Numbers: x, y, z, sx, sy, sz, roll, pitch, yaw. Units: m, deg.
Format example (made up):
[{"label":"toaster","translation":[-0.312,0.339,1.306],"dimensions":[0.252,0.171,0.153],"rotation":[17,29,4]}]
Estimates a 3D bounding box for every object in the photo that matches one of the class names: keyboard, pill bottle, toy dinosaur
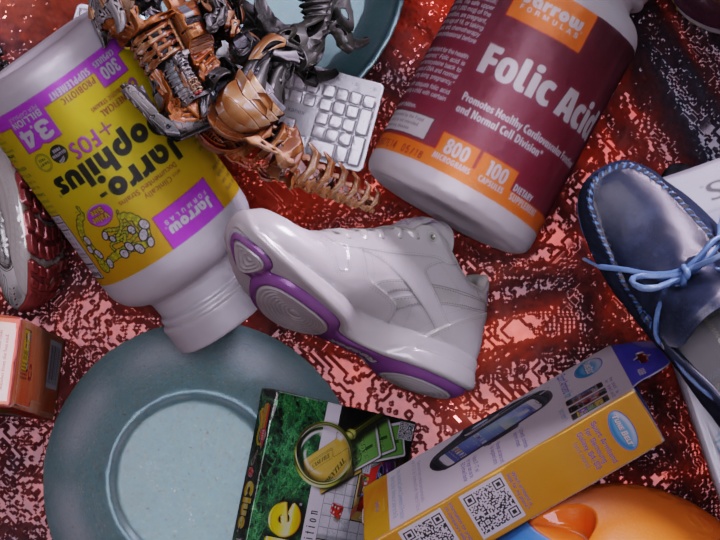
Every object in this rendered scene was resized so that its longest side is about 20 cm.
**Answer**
[{"label":"keyboard","translation":[-0.088,-0.113,1.334],"dimensions":[0.199,0.011,0.057],"rotation":[15,85,4]},{"label":"pill bottle","translation":[0.098,-0.122,1.309],"dimensions":[0.114,0.114,0.201],"rotation":[28,86,5]},{"label":"toy dinosaur","translation":[-0.070,-0.110,1.263],"dimensions":[0.136,0.102,0.200],"rotation":[-53,122,-33]},{"label":"pill bottle","translation":[-0.136,-0.051,1.297],"dimensions":[0.104,0.104,0.200],"rotation":[-36,103,-2]}]

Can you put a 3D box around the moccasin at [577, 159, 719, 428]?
[{"label":"moccasin","translation":[0.193,0.020,1.169],"dimensions":[0.080,0.068,0.200],"rotation":[-40,83,1]}]

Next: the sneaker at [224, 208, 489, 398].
[{"label":"sneaker","translation":[0.000,0.000,1.292],"dimensions":[0.200,0.075,0.100],"rotation":[31,71,-36]}]

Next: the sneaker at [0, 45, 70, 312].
[{"label":"sneaker","translation":[-0.242,-0.064,1.347],"dimensions":[0.082,0.078,0.201],"rotation":[-25,76,8]}]

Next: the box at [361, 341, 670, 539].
[{"label":"box","translation":[0.094,0.108,1.243],"dimensions":[0.199,0.119,0.042],"rotation":[-29,99,5]}]

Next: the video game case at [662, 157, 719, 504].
[{"label":"video game case","translation":[0.261,0.022,1.209],"dimensions":[0.181,0.022,0.201],"rotation":[-19,85,3]}]

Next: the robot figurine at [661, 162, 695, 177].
[{"label":"robot figurine","translation":[0.259,0.010,1.281],"dimensions":[0.199,0.125,0.151],"rotation":[24,91,6]}]

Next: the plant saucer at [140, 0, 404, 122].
[{"label":"plant saucer","translation":[-0.069,-0.187,1.365],"dimensions":[0.199,0.036,0.201],"rotation":[0,84,2]}]

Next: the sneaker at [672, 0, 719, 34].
[{"label":"sneaker","translation":[0.290,-0.180,1.319],"dimensions":[0.199,0.090,0.075],"rotation":[3,84,3]}]

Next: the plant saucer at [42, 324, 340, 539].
[{"label":"plant saucer","translation":[-0.100,0.130,1.328],"dimensions":[0.200,0.039,0.202],"rotation":[0,84,2]}]

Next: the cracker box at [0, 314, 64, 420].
[{"label":"cracker box","translation":[-0.290,0.049,1.298],"dimensions":[0.199,0.134,0.058],"rotation":[6,84,3]}]

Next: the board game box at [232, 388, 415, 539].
[{"label":"board game box","translation":[-0.032,0.179,1.302],"dimensions":[0.104,0.023,0.201],"rotation":[14,84,-28]}]

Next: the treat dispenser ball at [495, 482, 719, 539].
[{"label":"treat dispenser ball","translation":[0.144,0.222,1.224],"dimensions":[0.200,0.201,0.202],"rotation":[0,83,3]}]
